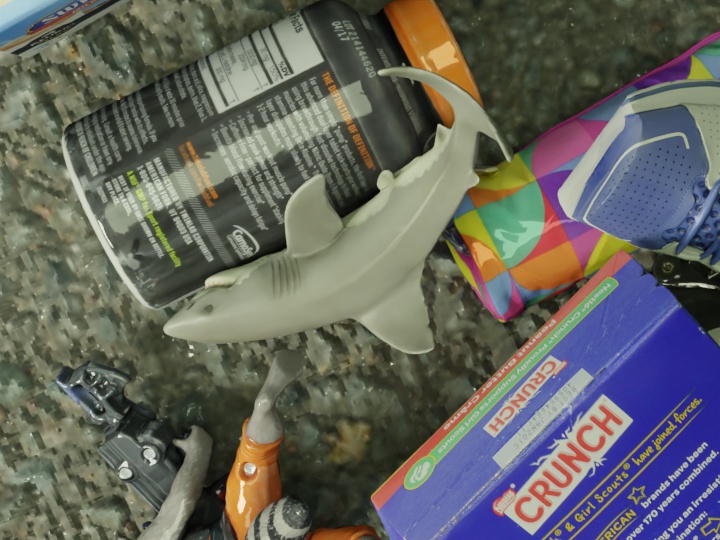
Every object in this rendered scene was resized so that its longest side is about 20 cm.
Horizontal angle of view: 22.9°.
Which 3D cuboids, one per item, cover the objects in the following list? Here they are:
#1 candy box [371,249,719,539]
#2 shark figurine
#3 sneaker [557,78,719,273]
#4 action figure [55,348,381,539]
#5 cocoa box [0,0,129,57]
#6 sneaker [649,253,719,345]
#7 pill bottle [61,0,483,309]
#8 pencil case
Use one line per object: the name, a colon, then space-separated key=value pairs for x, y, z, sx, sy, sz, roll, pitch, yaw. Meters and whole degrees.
candy box: x=0.132 y=0.122 z=0.830 sx=0.169 sy=0.077 sz=0.200 roll=-44 pitch=115 yaw=2
shark figurine: x=0.020 y=-0.010 z=0.843 sx=0.214 sy=0.128 sz=0.090 roll=-40 pitch=64 yaw=35
sneaker: x=0.202 y=-0.017 z=0.836 sx=0.199 sy=0.115 sz=0.081 roll=10 pitch=126 yaw=-33
action figure: x=-0.079 y=0.123 z=0.899 sx=0.200 sy=0.105 sz=0.193 roll=41 pitch=127 yaw=-7
cocoa box: x=-0.170 y=-0.223 z=0.872 sx=0.133 sy=0.131 sz=0.200 roll=-29 pitch=94 yaw=2
sneaker: x=0.187 y=0.061 z=0.940 sx=0.072 sy=0.072 sz=0.200 roll=1 pitch=82 yaw=25
pill bottle: x=-0.040 y=-0.068 z=0.899 sx=0.200 sy=0.106 sz=0.106 roll=-26 pitch=95 yaw=2
pencil case: x=0.130 y=-0.050 z=0.915 sx=0.200 sy=0.088 sz=0.088 roll=-27 pitch=95 yaw=0
